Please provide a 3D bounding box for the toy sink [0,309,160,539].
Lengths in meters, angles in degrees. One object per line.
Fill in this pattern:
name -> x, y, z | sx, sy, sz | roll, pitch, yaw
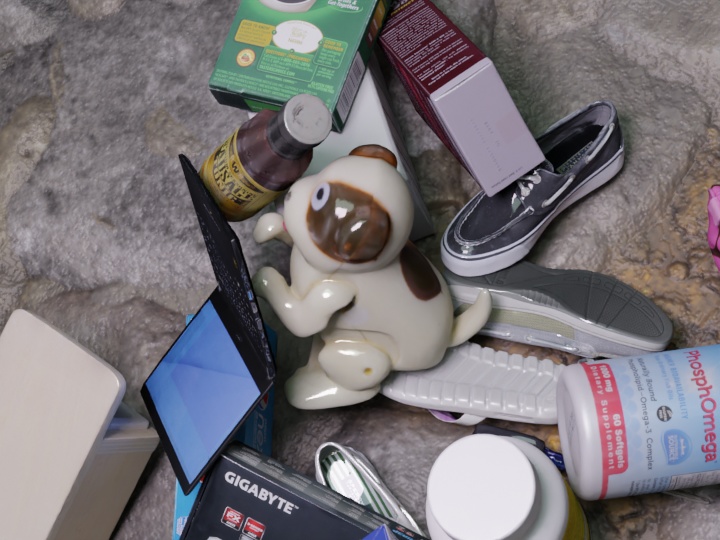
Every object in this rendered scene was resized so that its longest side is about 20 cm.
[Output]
toy sink -> -0.260, 0.149, 1.534 | 0.130, 0.112, 0.201 | 30, 100, 24

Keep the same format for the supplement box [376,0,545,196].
supplement box -> 0.077, -0.156, 1.526 | 0.061, 0.109, 0.200 | -33, 32, 0

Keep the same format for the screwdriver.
screwdriver -> 0.185, 0.165, 1.457 | 0.198, 0.028, 0.029 | 20, 91, 7

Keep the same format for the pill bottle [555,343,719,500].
pill bottle -> 0.259, 0.115, 1.406 | 0.198, 0.109, 0.110 | -8, 67, -3

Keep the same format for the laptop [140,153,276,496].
laptop -> -0.140, 0.040, 1.443 | 0.102, 0.201, 0.177 | -21, 31, -10

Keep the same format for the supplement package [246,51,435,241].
supplement package -> -0.026, -0.118, 1.585 | 0.116, 0.117, 0.201 | -21, 65, 7

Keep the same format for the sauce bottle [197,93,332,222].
sauce bottle -> -0.077, -0.092, 1.435 | 0.065, 0.200, 0.067 | 6, 73, -20

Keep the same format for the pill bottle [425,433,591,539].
pill bottle -> 0.112, 0.192, 1.383 | 0.110, 0.200, 0.112 | -5, 69, 14

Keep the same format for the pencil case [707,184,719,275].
pencil case -> 0.379, -0.050, 1.455 | 0.198, 0.094, 0.092 | -13, 67, 12

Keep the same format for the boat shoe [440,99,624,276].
boat shoe -> 0.145, -0.074, 1.518 | 0.199, 0.068, 0.072 | -35, 53, -16

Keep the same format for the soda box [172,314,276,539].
soda box -> -0.115, 0.141, 1.541 | 0.064, 0.068, 0.202 | -4, 69, 17

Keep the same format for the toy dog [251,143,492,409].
toy dog -> 0.000, 0.000, 1.441 | 0.192, 0.201, 0.140 | 4, 46, 18

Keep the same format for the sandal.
sandal -> 0.085, 0.099, 1.505 | 0.201, 0.050, 0.083 | 14, 48, 22

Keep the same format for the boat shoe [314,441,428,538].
boat shoe -> 0.016, 0.228, 1.471 | 0.073, 0.067, 0.200 | -39, 65, 0

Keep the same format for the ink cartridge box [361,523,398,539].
ink cartridge box -> 0.040, 0.299, 1.378 | 0.094, 0.201, 0.044 | -35, 20, 4

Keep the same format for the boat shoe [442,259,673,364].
boat shoe -> 0.163, 0.040, 1.505 | 0.200, 0.065, 0.075 | 13, 35, 17

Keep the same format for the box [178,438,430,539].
box -> -0.051, 0.251, 1.437 | 0.199, 0.046, 0.160 | 26, 106, 10

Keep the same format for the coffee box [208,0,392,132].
coffee box -> -0.039, -0.226, 1.541 | 0.122, 0.044, 0.202 | 14, 73, 19
